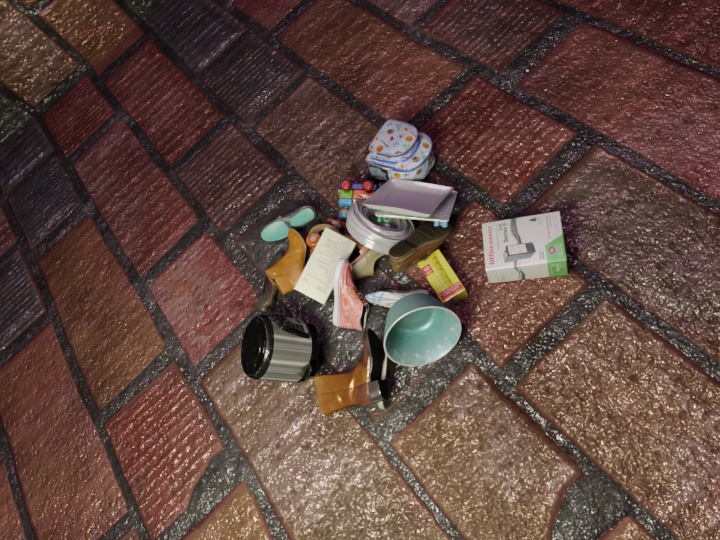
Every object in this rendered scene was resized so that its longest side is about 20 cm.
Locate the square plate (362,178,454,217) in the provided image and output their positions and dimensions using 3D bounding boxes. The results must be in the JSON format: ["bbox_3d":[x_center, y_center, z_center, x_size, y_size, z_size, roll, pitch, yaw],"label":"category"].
[{"bbox_3d":[0.135,-0.200,1.503,0.199,0.029,0.198,12,35,24],"label":"square plate"}]

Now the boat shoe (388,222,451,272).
[{"bbox_3d":[0.160,-0.065,1.464,0.200,0.068,0.072,-27,45,-16],"label":"boat shoe"}]

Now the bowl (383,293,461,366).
[{"bbox_3d":[0.143,0.136,1.374,0.200,0.201,0.105,-29,39,7],"label":"bowl"}]

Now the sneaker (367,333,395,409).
[{"bbox_3d":[0.029,0.255,1.415,0.106,0.075,0.201,1,67,24],"label":"sneaker"}]

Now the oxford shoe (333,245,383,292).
[{"bbox_3d":[0.000,0.000,1.558,0.075,0.070,0.200,38,99,1],"label":"oxford shoe"}]

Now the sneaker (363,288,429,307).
[{"bbox_3d":[0.095,0.085,1.478,0.199,0.072,0.073,1,93,31],"label":"sneaker"}]

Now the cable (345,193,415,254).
[{"bbox_3d":[0.055,-0.124,1.531,0.199,0.069,0.200,20,35,-5],"label":"cable"}]

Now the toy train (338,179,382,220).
[{"bbox_3d":[0.029,-0.208,1.649,0.199,0.085,0.116,5,84,16],"label":"toy train"}]

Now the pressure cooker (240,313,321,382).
[{"bbox_3d":[-0.204,0.214,1.468,0.178,0.199,0.177,-26,58,50],"label":"pressure cooker"}]

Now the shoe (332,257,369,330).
[{"bbox_3d":[-0.022,0.067,1.492,0.091,0.071,0.201,10,107,22],"label":"shoe"}]

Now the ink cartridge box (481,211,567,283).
[{"bbox_3d":[0.421,-0.057,1.396,0.199,0.084,0.146,-8,62,20],"label":"ink cartridge box"}]

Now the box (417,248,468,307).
[{"bbox_3d":[0.210,0.004,1.476,0.075,0.050,0.200,-31,58,5],"label":"box"}]

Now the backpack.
[{"bbox_3d":[0.127,-0.353,1.635,0.190,0.154,0.200,24,73,20],"label":"backpack"}]

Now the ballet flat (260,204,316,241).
[{"bbox_3d":[-0.226,-0.154,1.734,0.200,0.073,0.073,-26,58,13],"label":"ballet flat"}]

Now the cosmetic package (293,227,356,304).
[{"bbox_3d":[-0.101,-0.014,1.560,0.105,0.071,0.200,29,90,-2],"label":"cosmetic package"}]

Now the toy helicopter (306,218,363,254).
[{"bbox_3d":[-0.060,-0.101,1.643,0.199,0.079,0.133,9,60,15],"label":"toy helicopter"}]

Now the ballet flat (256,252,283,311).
[{"bbox_3d":[-0.269,0.037,1.671,0.067,0.046,0.201,-23,47,48],"label":"ballet flat"}]

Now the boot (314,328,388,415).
[{"bbox_3d":[-0.030,0.261,1.388,0.200,0.068,0.189,-20,75,30],"label":"boot"}]

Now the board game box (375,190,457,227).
[{"bbox_3d":[0.161,-0.181,1.522,0.199,0.026,0.200,6,32,15],"label":"board game box"}]

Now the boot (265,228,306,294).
[{"bbox_3d":[-0.225,-0.030,1.642,0.144,0.071,0.201,-24,63,-17],"label":"boot"}]
